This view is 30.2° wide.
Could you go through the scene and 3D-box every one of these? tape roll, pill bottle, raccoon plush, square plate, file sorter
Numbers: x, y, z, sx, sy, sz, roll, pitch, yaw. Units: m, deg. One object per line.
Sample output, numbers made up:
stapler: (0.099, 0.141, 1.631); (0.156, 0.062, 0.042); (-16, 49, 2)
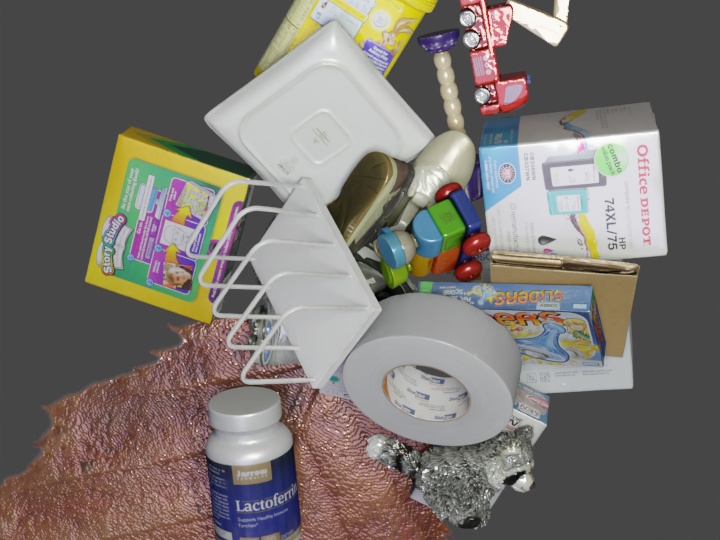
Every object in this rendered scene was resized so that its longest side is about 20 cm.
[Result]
tape roll: (0.082, 0.115, 1.520); (0.198, 0.067, 0.201); (11, 140, 9)
pill bottle: (-0.140, 0.259, 1.721); (0.115, 0.116, 0.202); (-2, 108, 9)
raccoon plush: (0.113, 0.218, 1.592); (0.199, 0.097, 0.135); (24, 116, -1)
square plate: (-0.045, -0.157, 1.534); (0.197, 0.029, 0.200); (-33, 120, 19)
file sorter: (-0.096, 0.011, 1.494); (0.139, 0.124, 0.201); (-53, 51, 33)

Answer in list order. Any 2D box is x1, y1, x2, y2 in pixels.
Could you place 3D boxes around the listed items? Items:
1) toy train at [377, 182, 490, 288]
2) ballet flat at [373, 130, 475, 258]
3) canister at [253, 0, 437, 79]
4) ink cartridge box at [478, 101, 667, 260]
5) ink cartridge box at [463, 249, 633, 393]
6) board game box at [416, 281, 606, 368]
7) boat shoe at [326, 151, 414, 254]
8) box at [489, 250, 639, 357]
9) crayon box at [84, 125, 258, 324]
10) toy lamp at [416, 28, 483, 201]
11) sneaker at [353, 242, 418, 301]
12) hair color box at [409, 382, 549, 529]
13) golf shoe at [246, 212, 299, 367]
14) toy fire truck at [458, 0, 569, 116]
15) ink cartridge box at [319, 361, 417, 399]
toy train: (0.074, -0.011, 1.543); (0.115, 0.200, 0.085); (-22, 68, -13)
ballet flat: (0.070, -0.081, 1.568); (0.069, 0.070, 0.200); (33, 133, -3)
canister: (-0.018, -0.278, 1.542); (0.148, 0.087, 0.201); (31, 111, -5)
ink cartridge box: (0.244, -0.098, 1.529); (0.198, 0.146, 0.148); (-5, 108, 10)
ink cartridge box: (0.230, 0.054, 1.635); (0.198, 0.041, 0.202); (-4, 110, 11)
board game box: (0.173, 0.061, 1.524); (0.198, 0.035, 0.136); (1, 150, 19)
boat shoe: (-0.005, -0.055, 1.559); (0.066, 0.072, 0.201); (9, 133, -37)
box: (0.230, 0.042, 1.532); (0.162, 0.021, 0.201); (4, 150, 8)
crayon box: (-0.236, -0.056, 1.662); (0.171, 0.058, 0.202); (19, 109, 3)
toy lamp: (0.111, -0.181, 1.572); (0.058, 0.058, 0.202); (-9, 104, 11)
sneaker: (0.000, 0.000, 1.628); (0.066, 0.091, 0.200); (-42, 98, 18)
hair color box: (0.149, 0.222, 1.671); (0.099, 0.061, 0.201); (26, 124, -3)
golf shoe: (-0.086, 0.024, 1.671); (0.096, 0.078, 0.202); (3, 113, -13)
toy fire truck: (0.185, -0.286, 1.528); (0.140, 0.049, 0.202); (-10, 106, 11)
ink cartridge box: (0.012, 0.102, 1.630); (0.118, 0.042, 0.201); (12, 149, 4)
